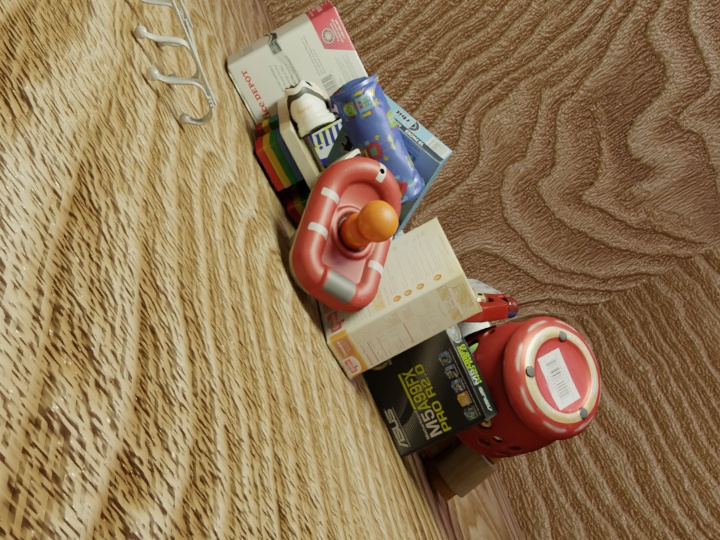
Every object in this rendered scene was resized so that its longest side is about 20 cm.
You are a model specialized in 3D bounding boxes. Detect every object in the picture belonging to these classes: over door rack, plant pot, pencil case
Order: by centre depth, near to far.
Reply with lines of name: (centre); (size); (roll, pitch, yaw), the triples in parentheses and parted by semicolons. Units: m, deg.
over door rack: (-0.196, -0.263, 0.898); (0.201, 0.066, 0.149); (91, -19, -51)
pencil case: (0.028, -0.192, 1.355); (0.202, 0.077, 0.087); (63, 30, -18)
plant pot: (0.248, 0.171, 1.368); (0.182, 0.199, 0.202); (-28, -92, 55)

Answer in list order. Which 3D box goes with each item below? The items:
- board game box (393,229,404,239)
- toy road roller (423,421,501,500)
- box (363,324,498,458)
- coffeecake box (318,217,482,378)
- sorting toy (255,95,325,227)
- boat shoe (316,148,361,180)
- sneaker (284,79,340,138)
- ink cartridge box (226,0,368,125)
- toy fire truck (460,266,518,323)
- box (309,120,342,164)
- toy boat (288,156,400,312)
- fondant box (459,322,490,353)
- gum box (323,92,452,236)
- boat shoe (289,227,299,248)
board game box: (0.003, -0.061, 1.598); (0.201, 0.133, 0.045); (-108, -175, -59)
toy road roller: (0.145, 0.276, 1.563); (0.146, 0.123, 0.200); (47, 9, -21)
box: (0.087, 0.148, 1.320); (0.044, 0.159, 0.202); (-12, 75, -58)
coffeecake box: (0.045, 0.035, 1.236); (0.073, 0.198, 0.154); (59, 7, -32)
sorting toy: (-0.095, -0.146, 1.413); (0.200, 0.069, 0.200); (62, 5, -24)
boat shoe: (-0.021, -0.128, 1.319); (0.061, 0.073, 0.200); (59, -3, -1)
sneaker: (-0.071, -0.252, 1.384); (0.081, 0.073, 0.200); (61, 5, -7)
ink cartridge box: (-0.102, -0.325, 1.494); (0.146, 0.198, 0.085); (61, 3, -26)
toy fire truck: (0.153, 0.042, 1.417); (0.200, 0.166, 0.114); (-150, -118, -68)
box: (-0.068, -0.280, 1.688); (0.202, 0.182, 0.105); (63, 4, -6)
toy boat: (0.000, -0.054, 1.157); (0.130, 0.130, 0.202); (31, 61, -27)
fondant box: (0.140, 0.170, 1.511); (0.058, 0.198, 0.146); (86, -18, -65)
gum box: (0.035, -0.172, 1.467); (0.169, 0.045, 0.201); (41, -40, 8)
boat shoe: (-0.025, -0.054, 1.302); (0.199, 0.062, 0.072); (-19, 95, -59)
